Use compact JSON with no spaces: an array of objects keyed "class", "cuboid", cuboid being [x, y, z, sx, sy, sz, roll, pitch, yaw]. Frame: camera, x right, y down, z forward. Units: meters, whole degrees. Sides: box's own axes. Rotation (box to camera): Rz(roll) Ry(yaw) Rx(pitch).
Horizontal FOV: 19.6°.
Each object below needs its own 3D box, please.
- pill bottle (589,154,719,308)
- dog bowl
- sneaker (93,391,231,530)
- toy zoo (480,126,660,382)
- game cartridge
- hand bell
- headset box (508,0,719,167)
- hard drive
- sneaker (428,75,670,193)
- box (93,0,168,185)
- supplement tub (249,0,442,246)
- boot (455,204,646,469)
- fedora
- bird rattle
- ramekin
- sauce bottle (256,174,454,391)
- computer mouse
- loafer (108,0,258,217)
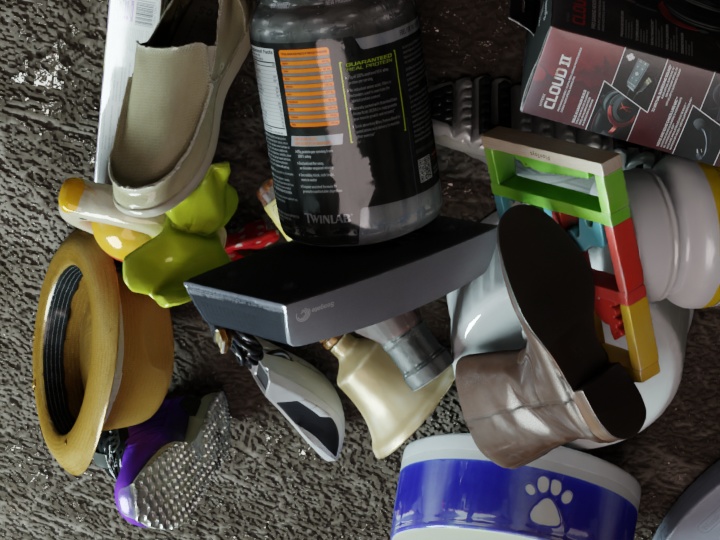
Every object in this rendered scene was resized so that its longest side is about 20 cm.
[{"class":"pill bottle","cuboid":[0.273,-0.033,1.513,0.199,0.114,0.115,-6,130,-16]},{"class":"dog bowl","cuboid":[0.126,0.201,1.715,0.199,0.079,0.200,10,160,4]},{"class":"sneaker","cuboid":[-0.179,0.158,1.715,0.099,0.200,0.070,0,106,15]},{"class":"toy zoo","cuboid":[0.152,0.001,1.489,0.131,0.020,0.201,18,129,52]},{"class":"game cartridge","cuboid":[0.340,0.218,1.783,0.133,0.041,0.200,28,126,-17]},{"class":"hand bell","cuboid":[-0.026,0.048,1.691,0.200,0.104,0.104,41,123,-7]},{"class":"headset box","cuboid":[0.197,-0.156,1.448,0.199,0.149,0.075,15,127,-3]},{"class":"hard drive","cuboid":[-0.010,0.003,1.491,0.135,0.199,0.043,11,115,49]},{"class":"sneaker","cuboid":[0.134,-0.089,1.561,0.199,0.075,0.081,12,137,0]},{"class":"box","cuboid":[-0.172,-0.141,1.571,0.041,0.039,0.201,11,133,1]},{"class":"supplement tub","cuboid":[-0.012,-0.127,1.496,0.122,0.123,0.201,-4,107,11]},{"class":"boot","cuboid":[0.111,0.055,1.525,0.187,0.064,0.200,66,157,-1]},{"class":"fedora","cuboid":[-0.202,0.065,1.677,0.081,0.201,0.201,1,133,-27]},{"class":"bird rattle","cuboid":[-0.146,-0.037,1.582,0.162,0.200,0.113,17,92,4]},{"class":"ramekin","cuboid":[0.163,0.047,1.639,0.199,0.098,0.201,4,127,5]},{"class":"sauce bottle","cuboid":[0.000,0.000,1.606,0.066,0.066,0.200,-37,92,30]},{"class":"computer mouse","cuboid":[-0.064,0.081,1.713,0.044,0.110,0.200,-38,129,3]},{"class":"loafer","cuboid":[-0.135,-0.132,1.486,0.075,0.201,0.068,5,152,28]}]
